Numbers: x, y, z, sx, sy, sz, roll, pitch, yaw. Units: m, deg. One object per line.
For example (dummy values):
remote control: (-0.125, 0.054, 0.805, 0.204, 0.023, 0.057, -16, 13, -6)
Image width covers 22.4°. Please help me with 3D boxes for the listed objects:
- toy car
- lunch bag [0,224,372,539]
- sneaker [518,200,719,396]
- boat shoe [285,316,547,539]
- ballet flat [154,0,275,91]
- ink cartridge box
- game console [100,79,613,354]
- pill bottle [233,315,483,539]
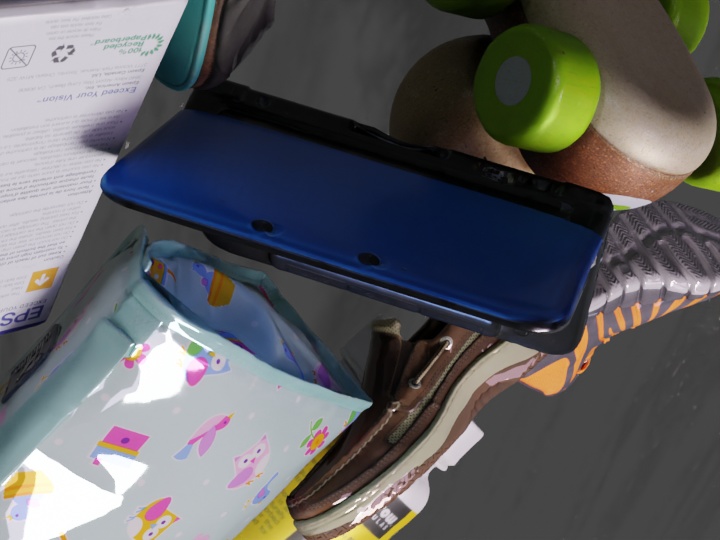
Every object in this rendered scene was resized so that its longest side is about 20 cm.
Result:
toy car: (0.071, -0.064, 0.908, 0.164, 0.158, 0.200, 8, 139, -41)
lunch bag: (-0.113, 0.073, 0.887, 0.170, 0.122, 0.200, -45, 158, 10)
sneaker: (0.166, 0.020, 1.230, 0.199, 0.078, 0.112, -9, 145, -29)
boat shoe: (0.026, 0.059, 0.991, 0.202, 0.075, 0.075, -42, -172, -21)
ballet flat: (-0.046, -0.152, 0.709, 0.068, 0.068, 0.200, -35, 164, -32)
ink cartridge box: (-0.185, -0.038, 0.710, 0.196, 0.043, 0.200, -13, 147, -40)
game console: (0.000, 0.000, 0.807, 0.171, 0.199, 0.119, 93, 18, -55)
pill bottle: (-0.032, 0.127, 1.076, 0.200, 0.114, 0.114, -42, 153, 1)
